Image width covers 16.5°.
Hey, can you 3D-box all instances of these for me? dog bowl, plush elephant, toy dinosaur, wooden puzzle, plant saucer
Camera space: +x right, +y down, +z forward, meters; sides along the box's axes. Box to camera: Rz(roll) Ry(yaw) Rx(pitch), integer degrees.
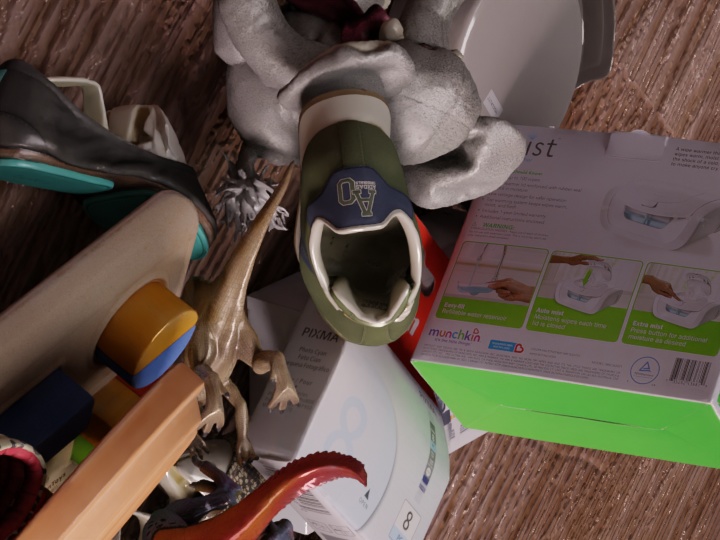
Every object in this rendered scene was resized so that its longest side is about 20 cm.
[{"bbox_3d":[0.085,-0.134,1.583,0.200,0.059,0.200,-24,122,-46],"label":"dog bowl"},{"bbox_3d":[0.004,-0.113,1.366,0.165,0.155,0.200,36,58,-52],"label":"plush elephant"},{"bbox_3d":[-0.077,0.039,1.351,0.058,0.101,0.200,-3,140,-27],"label":"toy dinosaur"},{"bbox_3d":[-0.124,0.161,1.340,0.181,0.105,0.200,-28,163,-47],"label":"toy dinosaur"},{"bbox_3d":[-0.151,0.077,1.311,0.185,0.046,0.200,-41,156,-37],"label":"wooden puzzle"},{"bbox_3d":[-0.143,0.131,1.231,0.200,0.032,0.200,-49,178,-2],"label":"plant saucer"}]

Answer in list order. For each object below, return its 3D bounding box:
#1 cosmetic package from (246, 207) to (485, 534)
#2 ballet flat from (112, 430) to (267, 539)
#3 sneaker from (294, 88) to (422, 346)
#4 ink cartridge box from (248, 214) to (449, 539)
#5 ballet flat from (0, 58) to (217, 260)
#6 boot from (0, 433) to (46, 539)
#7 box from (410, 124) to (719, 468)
[{"bbox_3d":[0.011,0.060,1.572,0.200,0.052,0.151,-26,121,-46],"label":"cosmetic package"},{"bbox_3d":[-0.111,0.153,1.441,0.075,0.068,0.200,45,67,-27],"label":"ballet flat"},{"bbox_3d":[0.000,0.000,1.322,0.200,0.067,0.090,83,-1,-53],"label":"sneaker"},{"bbox_3d":[0.018,0.064,1.491,0.200,0.047,0.160,-63,143,-21],"label":"ink cartridge box"},{"bbox_3d":[-0.132,-0.062,1.313,0.200,0.068,0.068,30,62,-60],"label":"ballet flat"},{"bbox_3d":[-0.261,0.100,1.130,0.203,0.154,0.074,-22,121,-47],"label":"boot"},{"bbox_3d":[0.158,0.012,1.502,0.097,0.200,0.177,53,51,-50],"label":"box"}]
